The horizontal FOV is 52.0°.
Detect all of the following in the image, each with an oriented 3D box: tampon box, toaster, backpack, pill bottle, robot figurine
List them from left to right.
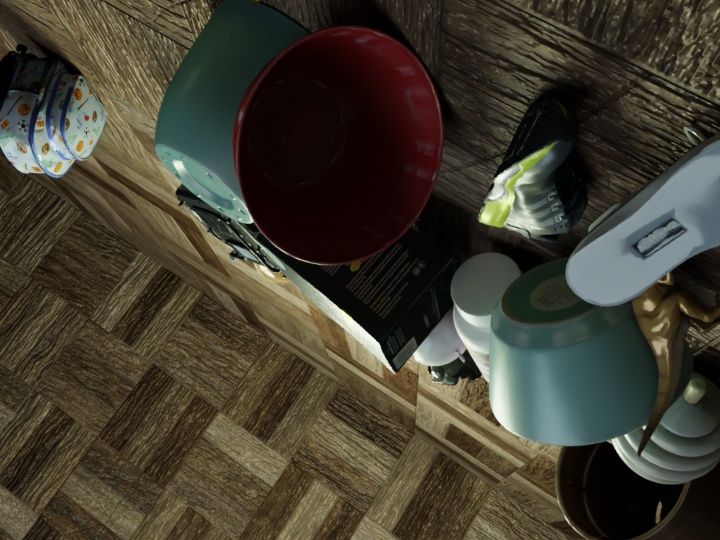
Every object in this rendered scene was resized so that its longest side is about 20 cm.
[{"bbox_3d":[-0.563,-0.267,1.335,0.153,0.192,0.200,14,160,14],"label":"backpack"},{"bbox_3d":[-0.173,-0.092,1.155,0.199,0.119,0.181,18,157,46],"label":"toaster"},{"bbox_3d":[0.000,0.000,0.889,0.200,0.126,0.150,39,170,21],"label":"tampon box"},{"bbox_3d":[0.076,0.051,1.001,0.199,0.169,0.113,37,133,18],"label":"robot figurine"},{"bbox_3d":[0.175,0.066,0.890,0.111,0.112,0.200,24,161,36],"label":"pill bottle"}]

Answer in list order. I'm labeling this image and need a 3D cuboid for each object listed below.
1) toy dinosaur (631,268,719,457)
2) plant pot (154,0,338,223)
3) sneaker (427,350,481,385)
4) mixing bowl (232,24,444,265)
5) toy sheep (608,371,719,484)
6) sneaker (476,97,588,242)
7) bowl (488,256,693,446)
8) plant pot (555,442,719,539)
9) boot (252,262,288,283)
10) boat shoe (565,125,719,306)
[{"bbox_3d":[0.263,0.044,0.630,0.060,0.105,0.202,-36,-69,-77],"label":"toy dinosaur"},{"bbox_3d":[-0.119,-0.150,0.775,0.200,0.162,0.201,33,165,10],"label":"plant pot"},{"bbox_3d":[0.120,0.097,1.111,0.199,0.115,0.076,42,162,-19],"label":"sneaker"},{"bbox_3d":[-0.035,-0.117,0.660,0.200,0.200,0.108,46,172,-35],"label":"mixing bowl"},{"bbox_3d":[0.340,0.167,0.819,0.137,0.138,0.201,29,158,21],"label":"toy sheep"},{"bbox_3d":[0.154,-0.075,0.609,0.080,0.074,0.200,26,172,7],"label":"sneaker"},{"bbox_3d":[0.204,0.061,0.712,0.200,0.200,0.106,13,135,54],"label":"bowl"},{"bbox_3d":[0.402,0.296,0.989,0.198,0.202,0.200,33,168,-28],"label":"plant pot"},{"bbox_3d":[-0.168,-0.033,1.438,0.075,0.074,0.200,13,153,32],"label":"boot"},{"bbox_3d":[0.229,-0.051,0.497,0.074,0.086,0.202,41,136,-5],"label":"boat shoe"}]
